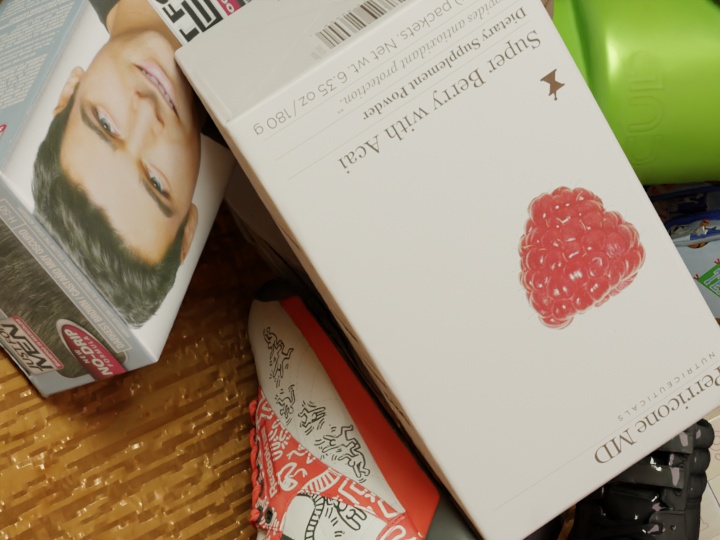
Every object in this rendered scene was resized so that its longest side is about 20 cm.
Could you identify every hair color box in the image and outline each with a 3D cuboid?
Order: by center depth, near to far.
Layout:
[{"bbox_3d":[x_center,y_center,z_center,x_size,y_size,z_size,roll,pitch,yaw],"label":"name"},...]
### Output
[{"bbox_3d":[-0.098,-0.061,0.884,0.099,0.060,0.201,52,38,-31],"label":"hair color box"}]

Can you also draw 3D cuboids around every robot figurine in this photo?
[{"bbox_3d":[0.172,-0.105,1.208,0.176,0.198,0.117,101,-18,-60],"label":"robot figurine"}]

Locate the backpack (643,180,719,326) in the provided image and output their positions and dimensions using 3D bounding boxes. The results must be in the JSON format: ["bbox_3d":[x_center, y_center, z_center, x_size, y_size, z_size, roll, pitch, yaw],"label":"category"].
[{"bbox_3d":[0.259,0.003,1.299,0.201,0.189,0.154,60,34,-22],"label":"backpack"}]

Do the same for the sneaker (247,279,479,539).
[{"bbox_3d":[-0.028,0.094,0.917,0.202,0.108,0.067,53,-2,41],"label":"sneaker"}]

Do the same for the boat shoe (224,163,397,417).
[{"bbox_3d":[0.000,0.000,1.000,0.200,0.072,0.066,43,-2,-23],"label":"boat shoe"}]

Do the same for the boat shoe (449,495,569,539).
[{"bbox_3d":[0.076,0.109,1.077,0.057,0.067,0.201,52,33,-23],"label":"boat shoe"}]

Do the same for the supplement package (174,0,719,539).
[{"bbox_3d":[0.037,-0.020,0.864,0.201,0.121,0.120,58,-2,-22],"label":"supplement package"}]

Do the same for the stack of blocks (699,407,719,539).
[{"bbox_3d":[0.162,0.078,1.191,0.201,0.058,0.115,63,4,-16],"label":"stack of blocks"}]

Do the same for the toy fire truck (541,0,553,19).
[{"bbox_3d":[0.062,-0.090,0.991,0.200,0.048,0.142,42,59,-70],"label":"toy fire truck"}]

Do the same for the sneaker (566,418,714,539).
[{"bbox_3d":[0.112,0.119,1.004,0.200,0.070,0.100,-46,139,-67],"label":"sneaker"}]
